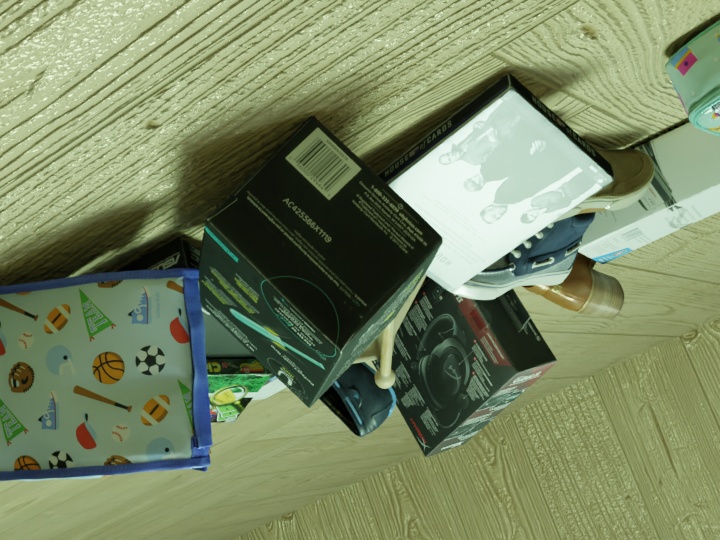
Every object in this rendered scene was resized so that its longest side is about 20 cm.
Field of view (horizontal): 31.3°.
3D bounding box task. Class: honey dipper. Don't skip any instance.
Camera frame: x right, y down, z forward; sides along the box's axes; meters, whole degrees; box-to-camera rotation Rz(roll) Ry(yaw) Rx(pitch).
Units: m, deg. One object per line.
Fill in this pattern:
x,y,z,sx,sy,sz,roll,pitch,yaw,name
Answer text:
0.027,0.050,1.288,0.038,0.038,0.201,-16,140,-16,honey dipper

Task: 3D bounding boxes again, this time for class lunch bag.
0.383,-0.191,1.191,0.159,0.078,0.199,-29,163,29,lunch bag
-0.216,0.090,1.081,0.198,0.172,0.124,-8,173,22,lunch bag

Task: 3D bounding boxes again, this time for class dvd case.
0.105,-0.072,1.150,0.199,0.025,0.150,-35,128,29,dvd case

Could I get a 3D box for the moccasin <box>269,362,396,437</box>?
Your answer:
-0.053,0.101,1.398,0.068,0.199,0.081,-47,164,-29,moccasin

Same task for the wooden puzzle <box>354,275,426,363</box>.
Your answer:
0.000,0.000,1.277,0.184,0.046,0.202,-5,125,-49,wooden puzzle

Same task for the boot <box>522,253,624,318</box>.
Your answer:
0.225,-0.018,1.580,0.153,0.200,0.074,18,105,-21,boot

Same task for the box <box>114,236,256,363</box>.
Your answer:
-0.195,0.061,1.241,0.191,0.048,0.200,-24,150,16,box

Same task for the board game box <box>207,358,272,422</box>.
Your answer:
-0.197,0.122,1.277,0.198,0.024,0.105,1,143,-31,board game box

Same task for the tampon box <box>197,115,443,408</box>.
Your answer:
-0.042,0.000,1.064,0.126,0.150,0.200,-45,175,-20,tampon box

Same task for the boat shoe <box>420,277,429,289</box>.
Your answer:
0.000,0.017,1.410,0.199,0.071,0.070,-8,151,-49,boat shoe

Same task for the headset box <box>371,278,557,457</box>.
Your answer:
0.112,0.088,1.417,0.077,0.150,0.200,-10,150,-44,headset box

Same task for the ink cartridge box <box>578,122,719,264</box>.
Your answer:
0.338,-0.090,1.472,0.198,0.085,0.144,-25,166,18,ink cartridge box

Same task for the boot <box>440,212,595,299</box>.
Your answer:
0.161,-0.031,1.341,0.199,0.073,0.091,-10,133,-44,boot

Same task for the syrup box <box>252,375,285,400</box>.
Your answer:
-0.078,0.081,1.513,0.199,0.080,0.081,-30,163,30,syrup box

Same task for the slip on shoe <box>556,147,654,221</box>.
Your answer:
0.234,-0.103,1.336,0.198,0.076,0.061,-15,132,-29,slip on shoe
